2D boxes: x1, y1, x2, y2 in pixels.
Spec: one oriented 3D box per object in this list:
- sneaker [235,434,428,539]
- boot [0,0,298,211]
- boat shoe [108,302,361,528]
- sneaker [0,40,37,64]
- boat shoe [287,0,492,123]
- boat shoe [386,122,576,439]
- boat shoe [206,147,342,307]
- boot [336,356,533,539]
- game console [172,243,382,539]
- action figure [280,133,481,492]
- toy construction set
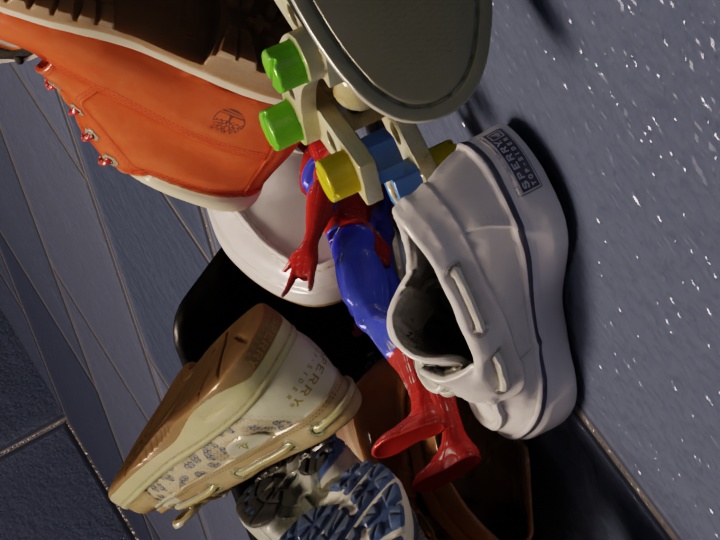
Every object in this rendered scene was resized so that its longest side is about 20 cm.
[{"bbox_3d":[0.008,0.130,1.147,0.085,0.077,0.200,44,-176,-16],"label":"sneaker"},{"bbox_3d":[-0.115,-0.090,1.136,0.075,0.199,0.107,-80,16,-47],"label":"boot"},{"bbox_3d":[-0.063,0.079,1.202,0.063,0.073,0.200,33,154,-8],"label":"boat shoe"},{"bbox_3d":[-0.134,-0.122,1.188,0.080,0.199,0.074,57,-166,-25],"label":"sneaker"},{"bbox_3d":[-0.013,-0.138,0.908,0.200,0.074,0.066,61,171,8],"label":"boat shoe"},{"bbox_3d":[0.044,0.019,1.036,0.072,0.066,0.200,56,167,23],"label":"boat shoe"},{"bbox_3d":[-0.053,-0.063,1.256,0.200,0.071,0.069,53,165,41],"label":"boat shoe"},{"bbox_3d":[0.057,0.131,1.233,0.200,0.074,0.155,58,162,-3],"label":"boot"},{"bbox_3d":[-0.059,0.024,1.370,0.176,0.116,0.200,50,163,45],"label":"game console"},{"bbox_3d":[0.000,0.000,1.141,0.065,0.052,0.201,38,-150,-50],"label":"action figure"},{"bbox_3d":[-0.033,-0.119,1.026,0.200,0.092,0.131,43,160,29],"label":"toy construction set"}]
